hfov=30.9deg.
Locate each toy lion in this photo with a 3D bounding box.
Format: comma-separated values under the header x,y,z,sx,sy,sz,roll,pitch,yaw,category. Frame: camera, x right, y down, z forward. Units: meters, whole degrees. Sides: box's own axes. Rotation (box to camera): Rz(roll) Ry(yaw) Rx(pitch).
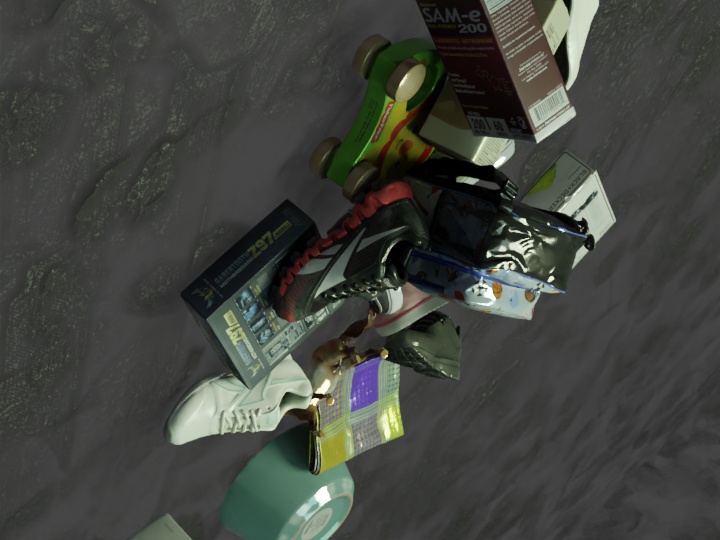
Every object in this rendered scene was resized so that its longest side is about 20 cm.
x,y,z,sx,sy,sz,roll,pitch,yaw,category
0.041,-0.161,1.413,0.192,0.069,0.200,-23,144,-53,toy lion

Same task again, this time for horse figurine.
x,y,z,sx,sy,sz,roll,pitch,yaw,category
-0.043,0.134,1.638,0.050,0.133,0.200,44,72,-24,horse figurine

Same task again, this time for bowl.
x,y,z,sx,sy,sz,roll,pitch,yaw,category
-0.085,0.316,1.803,0.201,0.105,0.201,-37,151,-24,bowl

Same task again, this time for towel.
x,y,z,sx,sy,sz,roll,pitch,yaw,category
-0.005,0.188,1.776,0.200,0.023,0.144,-15,110,-50,towel

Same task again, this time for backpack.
x,y,z,sx,sy,sz,roll,pitch,yaw,category
0.125,-0.035,1.436,0.200,0.190,0.154,22,97,-48,backpack

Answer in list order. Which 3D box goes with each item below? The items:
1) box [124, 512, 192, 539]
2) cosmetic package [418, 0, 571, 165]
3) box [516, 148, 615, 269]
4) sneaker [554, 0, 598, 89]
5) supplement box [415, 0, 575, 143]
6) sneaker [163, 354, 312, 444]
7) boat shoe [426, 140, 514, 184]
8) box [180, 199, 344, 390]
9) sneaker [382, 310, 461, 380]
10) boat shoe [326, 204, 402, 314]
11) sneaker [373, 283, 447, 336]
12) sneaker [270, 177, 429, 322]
x,y,z,sx,sy,sz,roll,pitch,yaw,category
-0.260,0.459,1.622,0.199,0.200,0.171,-32,151,-32,box
0.149,-0.213,1.429,0.200,0.071,0.105,-62,164,2,cosmetic package
0.300,-0.083,1.896,0.117,0.060,0.200,-48,154,0,box
0.246,-0.285,1.532,0.085,0.073,0.200,-43,158,-28,sneaker
0.126,-0.228,1.284,0.061,0.109,0.200,-36,115,-22,supplement box
-0.140,0.157,1.536,0.200,0.080,0.070,-26,148,-35,sneaker
0.096,-0.119,1.552,0.200,0.072,0.062,-39,124,-17,boat shoe
-0.104,0.031,1.451,0.158,0.051,0.200,-44,153,-12,box
0.088,0.095,1.805,0.200,0.076,0.091,30,71,-66,sneaker
0.000,0.000,1.552,0.066,0.070,0.200,-34,151,-11,boat shoe
0.066,0.008,1.671,0.075,0.105,0.200,-37,-178,-40,sneaker
-0.007,-0.003,1.371,0.200,0.098,0.071,-42,158,13,sneaker
